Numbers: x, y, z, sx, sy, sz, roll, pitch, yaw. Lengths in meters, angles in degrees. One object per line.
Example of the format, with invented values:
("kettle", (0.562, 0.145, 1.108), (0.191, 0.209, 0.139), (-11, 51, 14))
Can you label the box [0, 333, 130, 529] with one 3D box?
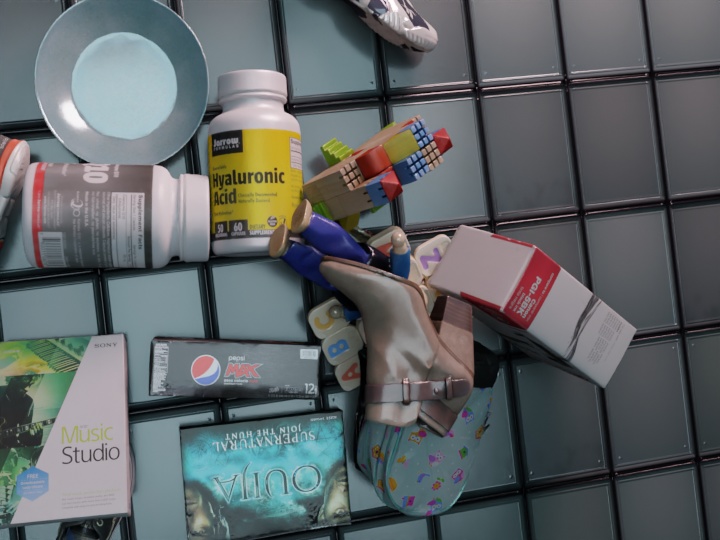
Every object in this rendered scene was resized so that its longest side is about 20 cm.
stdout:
("box", (-0.330, 0.175, 1.036), (0.141, 0.036, 0.205), (-3, 70, -11))

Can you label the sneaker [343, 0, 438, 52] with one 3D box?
("sneaker", (0.032, -0.365, 1.128), (0.197, 0.079, 0.131), (33, 91, 2))

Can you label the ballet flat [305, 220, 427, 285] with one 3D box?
("ballet flat", (0.011, -0.008, 1.122), (0.197, 0.064, 0.077), (25, 83, -10))

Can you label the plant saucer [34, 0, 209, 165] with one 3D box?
("plant saucer", (-0.275, -0.217, 1.086), (0.196, 0.039, 0.206), (1, 87, -11))

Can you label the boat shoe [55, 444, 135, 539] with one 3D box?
("boat shoe", (-0.306, 0.289, 1.054), (0.067, 0.057, 0.204), (19, 85, -9))

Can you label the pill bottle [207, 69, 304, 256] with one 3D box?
("pill bottle", (-0.121, -0.121, 1.076), (0.108, 0.111, 0.205), (-3, 88, -11))

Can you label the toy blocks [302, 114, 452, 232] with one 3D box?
("toy blocks", (0.031, -0.122, 1.055), (0.199, 0.135, 0.101), (-39, 106, -37))

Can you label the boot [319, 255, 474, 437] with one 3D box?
("boot", (0.032, 0.085, 0.974), (0.196, 0.070, 0.149), (19, 82, -9))

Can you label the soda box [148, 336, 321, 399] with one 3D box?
("soda box", (-0.145, 0.113, 1.083), (0.195, 0.071, 0.065), (3, 89, -10))

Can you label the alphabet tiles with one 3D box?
("alphabet tiles", (0.042, 0.052, 1.108), (0.193, 0.015, 0.203), (-28, 117, -5))

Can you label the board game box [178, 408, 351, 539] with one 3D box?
("board game box", (-0.112, 0.244, 1.108), (0.195, 0.028, 0.139), (-5, 88, -11))

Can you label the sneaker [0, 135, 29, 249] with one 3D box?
("sneaker", (-0.435, -0.059, 1.031), (0.080, 0.077, 0.204), (21, 82, -10))

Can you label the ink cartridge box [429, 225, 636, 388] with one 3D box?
("ink cartridge box", (0.200, 0.042, 1.082), (0.199, 0.146, 0.084), (34, 84, -31))

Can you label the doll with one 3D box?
("doll", (0.000, 0.000, 1.034), (0.198, 0.049, 0.136), (33, 119, -27))

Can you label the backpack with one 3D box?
("backpack", (0.068, 0.176, 1.083), (0.163, 0.127, 0.204), (14, 100, -20))

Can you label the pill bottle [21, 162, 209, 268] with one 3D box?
("pill bottle", (-0.269, -0.061, 1.044), (0.195, 0.114, 0.117), (0, 88, -11))
